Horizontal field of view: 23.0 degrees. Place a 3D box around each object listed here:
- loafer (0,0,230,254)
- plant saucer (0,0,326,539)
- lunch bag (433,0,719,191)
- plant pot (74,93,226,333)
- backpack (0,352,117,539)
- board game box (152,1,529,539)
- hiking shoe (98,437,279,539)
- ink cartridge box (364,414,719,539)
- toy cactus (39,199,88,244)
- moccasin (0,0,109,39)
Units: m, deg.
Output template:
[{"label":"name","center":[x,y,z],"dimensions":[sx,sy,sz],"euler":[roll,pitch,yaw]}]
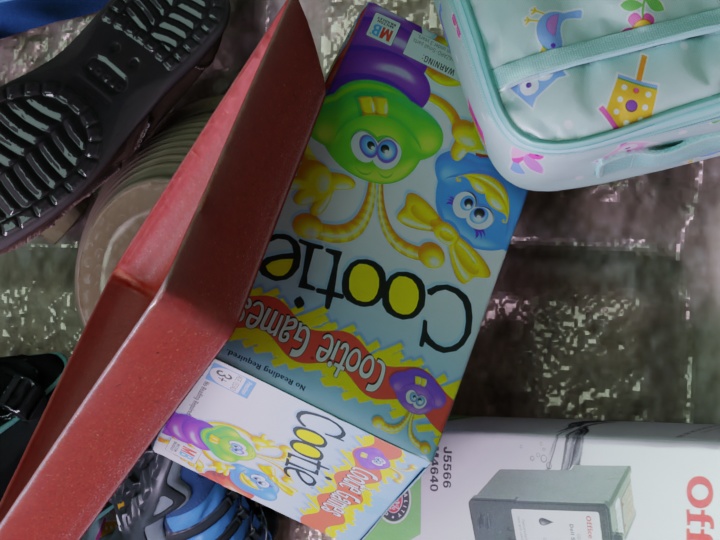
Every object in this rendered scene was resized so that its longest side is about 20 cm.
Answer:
[{"label":"loafer","center":[-0.142,-0.073,0.916],"dimensions":[0.200,0.071,0.073],"euler":[-41,77,-11]},{"label":"plant saucer","center":[-0.080,0.011,0.736],"dimensions":[0.037,0.200,0.200],"euler":[30,130,-11]},{"label":"lunch bag","center":[0.135,-0.123,0.762],"dimensions":[0.199,0.077,0.161],"euler":[-15,70,-2]},{"label":"plant pot","center":[-0.079,0.004,0.914],"dimensions":[0.200,0.093,0.202],"euler":[-2,87,29]},{"label":"backpack","center":[-0.235,0.129,0.949],"dimensions":[0.199,0.176,0.154],"euler":[7,129,44]},{"label":"board game box","center":[0.000,0.000,0.789],"dimensions":[0.103,0.201,0.105],"euler":[26,146,-5]},{"label":"hiking shoe","center":[-0.083,0.112,0.885],"dimensions":[0.075,0.086,0.201],"euler":[-122,36,-45]},{"label":"ink cartridge box","center":[0.095,0.143,0.816],"dimensions":[0.199,0.084,0.146],"euler":[-1,88,29]},{"label":"toy cactus","center":[-0.227,-0.074,0.978],"dimensions":[0.165,0.102,0.200],"euler":[41,155,-10]},{"label":"moccasin","center":[-0.227,-0.171,1.021],"dimensions":[0.199,0.080,0.069],"euler":[-7,79,14]}]
